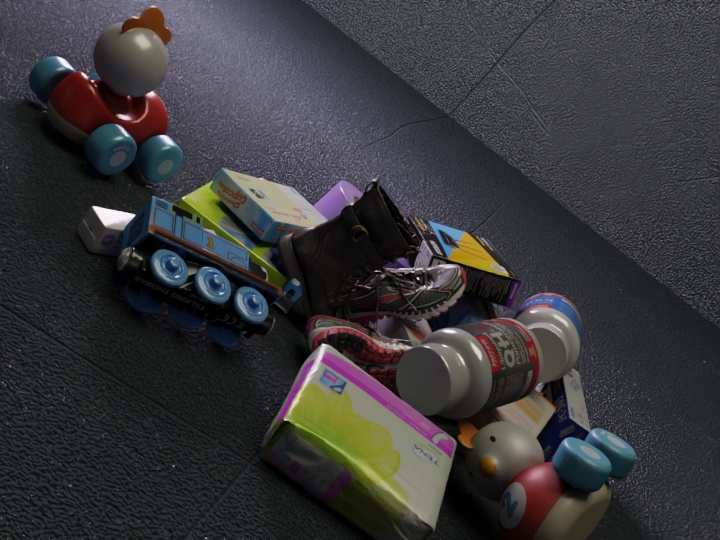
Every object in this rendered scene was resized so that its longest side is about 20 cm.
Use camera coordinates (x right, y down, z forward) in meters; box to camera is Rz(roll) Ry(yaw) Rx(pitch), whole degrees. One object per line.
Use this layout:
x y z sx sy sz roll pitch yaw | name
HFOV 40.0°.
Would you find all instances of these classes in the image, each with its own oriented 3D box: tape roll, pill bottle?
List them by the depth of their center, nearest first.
0.133 0.122 1.221 0.199 0.111 0.111 -6 46 -51 | pill bottle
0.278 0.104 1.495 0.112 0.113 0.200 40 15 5 | pill bottle
0.012 -0.048 1.582 0.200 0.066 0.200 47 13 -14 | tape roll

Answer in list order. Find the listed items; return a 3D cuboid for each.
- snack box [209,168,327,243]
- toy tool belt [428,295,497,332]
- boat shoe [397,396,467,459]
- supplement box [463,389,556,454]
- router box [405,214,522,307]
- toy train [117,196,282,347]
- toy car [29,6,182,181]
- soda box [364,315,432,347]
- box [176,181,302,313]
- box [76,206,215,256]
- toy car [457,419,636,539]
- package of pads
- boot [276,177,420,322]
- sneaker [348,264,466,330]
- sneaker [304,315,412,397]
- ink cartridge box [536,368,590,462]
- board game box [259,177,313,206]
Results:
-0.115 -0.082 1.401 0.116 0.037 0.200 43 14 22 | snack box
0.133 0.062 1.533 0.123 0.125 0.200 30 19 -46 | toy tool belt
0.073 0.202 1.219 0.074 0.065 0.201 32 7 36 | boat shoe
0.189 0.202 1.385 0.126 0.074 0.200 42 20 12 | supplement box
0.150 -0.017 1.533 0.148 0.052 0.200 16 17 -14 | router box
-0.181 0.005 1.118 0.199 0.087 0.115 26 44 -30 | toy train
-0.305 -0.257 1.322 0.185 0.201 0.176 47 21 25 | toy car
0.053 0.082 1.417 0.063 0.069 0.201 26 24 -30 | soda box
-0.155 -0.034 1.348 0.199 0.048 0.122 37 20 -1 | box
-0.248 -0.036 1.197 0.199 0.039 0.041 10 33 -54 | box
0.180 0.241 1.153 0.199 0.186 0.176 34 16 28 | toy car
0.003 0.191 1.055 0.199 0.068 0.155 36 32 -5 | package of pads
0.000 0.000 1.288 0.201 0.173 0.069 63 17 -16 | boot
0.047 0.025 1.357 0.081 0.198 0.075 -93 170 -52 | sneaker
0.018 0.108 1.269 0.199 0.081 0.075 29 11 -31 | sneaker
0.298 0.221 1.507 0.044 0.094 0.200 35 19 -6 | ink cartridge box
-0.096 -0.057 1.519 0.126 0.035 0.201 28 22 -30 | board game box
